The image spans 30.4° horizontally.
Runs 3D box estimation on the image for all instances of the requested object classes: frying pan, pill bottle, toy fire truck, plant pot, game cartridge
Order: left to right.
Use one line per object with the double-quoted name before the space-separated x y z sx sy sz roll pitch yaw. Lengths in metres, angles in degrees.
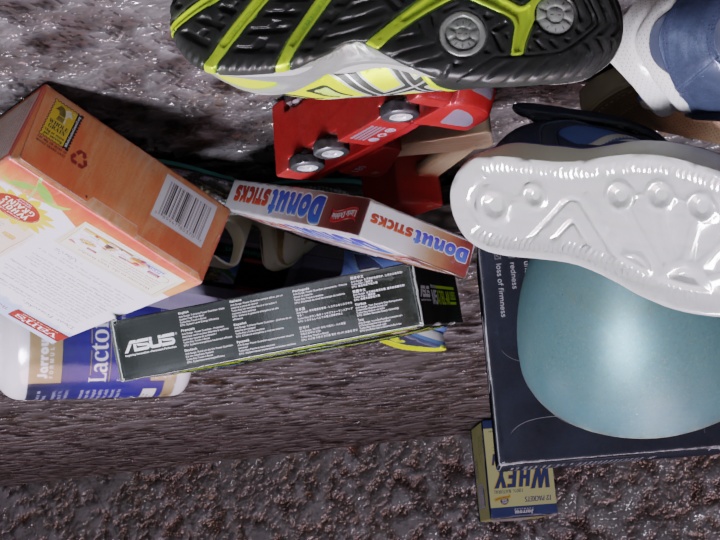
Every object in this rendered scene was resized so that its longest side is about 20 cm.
"pill bottle" -0.248 0.052 1.122 0.200 0.116 0.116 0 167 -19
"game cartridge" -0.121 0.000 1.002 0.200 0.038 0.130 9 158 -9
"toy fire truck" 0.027 -0.082 0.779 0.141 0.049 0.200 4 164 -35
"frying pan" 0.099 -0.041 1.025 0.115 0.031 0.190 -8 170 17
"plant pot" 0.207 0.005 0.982 0.200 0.200 0.135 -7 130 11

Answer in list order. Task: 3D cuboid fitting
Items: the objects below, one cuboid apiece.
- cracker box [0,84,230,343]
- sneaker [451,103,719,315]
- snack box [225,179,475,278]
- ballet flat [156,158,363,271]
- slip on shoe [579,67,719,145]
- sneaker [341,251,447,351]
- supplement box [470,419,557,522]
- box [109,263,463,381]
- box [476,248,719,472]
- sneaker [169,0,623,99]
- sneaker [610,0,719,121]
"cracker box" -0.192 -0.027 0.818 0.134 0.058 0.200 35 147 -27
"sneaker" 0.163 -0.041 0.703 0.200 0.081 0.146 12 -158 33
"snack box" -0.012 -0.028 0.794 0.072 0.024 0.200 21 177 -27
"ballet flat" -0.076 -0.033 0.915 0.200 0.072 0.072 4 165 -34
"slip on shoe" 0.230 -0.094 0.769 0.200 0.061 0.076 -4 167 -1
"sneaker" 0.000 0.000 1.102 0.200 0.082 0.074 30 163 -36
"supplement box" 0.310 0.408 2.708 0.134 0.200 0.200 -4 168 -3
"box" -0.041 0.035 0.900 0.200 0.048 0.193 -11 174 12
"box" 0.209 0.071 1.178 0.196 0.200 0.124 -5 169 4
"sneaker" 0.018 -0.115 0.605 0.200 0.075 0.076 4 176 9
"sneaker" 0.213 -0.116 0.675 0.146 0.081 0.200 7 -169 42
